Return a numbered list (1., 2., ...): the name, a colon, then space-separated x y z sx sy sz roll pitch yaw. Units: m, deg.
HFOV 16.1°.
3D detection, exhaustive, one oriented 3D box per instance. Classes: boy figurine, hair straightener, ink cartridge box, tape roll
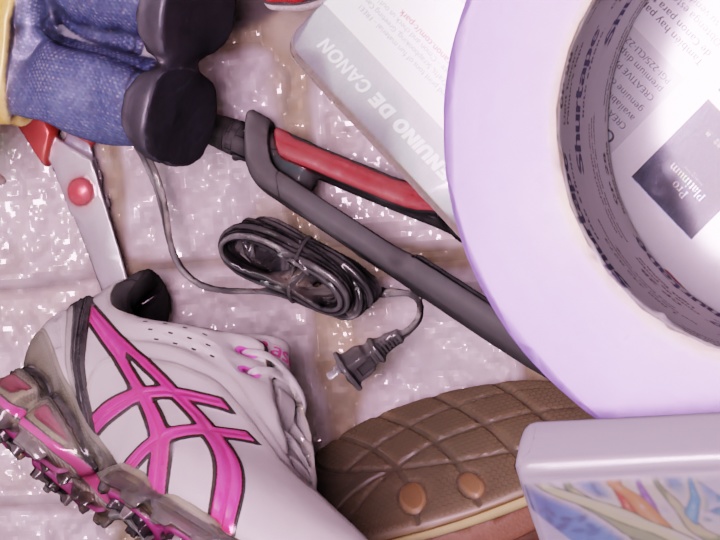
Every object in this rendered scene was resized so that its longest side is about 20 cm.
1. boy figurine: -0.142 -0.098 0.911 0.199 0.064 0.125 16 98 21
2. hair straightener: 0.000 0.000 0.893 0.199 0.041 0.077 25 83 15
3. ink cartridge box: 0.106 -0.066 0.839 0.176 0.084 0.200 -45 82 13
4. tape roll: 0.129 -0.043 0.747 0.198 0.085 0.202 1 94 15

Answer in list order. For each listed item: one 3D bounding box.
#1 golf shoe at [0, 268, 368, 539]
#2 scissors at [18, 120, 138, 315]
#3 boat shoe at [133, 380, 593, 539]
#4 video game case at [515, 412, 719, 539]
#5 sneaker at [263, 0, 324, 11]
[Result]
1. golf shoe: -0.050 0.058 0.864 0.092 0.073 0.200 -47 47 -13
2. scissors: -0.102 -0.044 0.946 0.073 0.014 0.201 -34 83 16
3. boat shoe: 0.006 0.101 0.905 0.199 0.072 0.068 -24 121 10
4. video game case: 0.161 0.110 0.729 0.198 0.022 0.183 -4 129 21
5. sneaker: 0.017 -0.171 0.859 0.077 0.085 0.200 46 106 9
